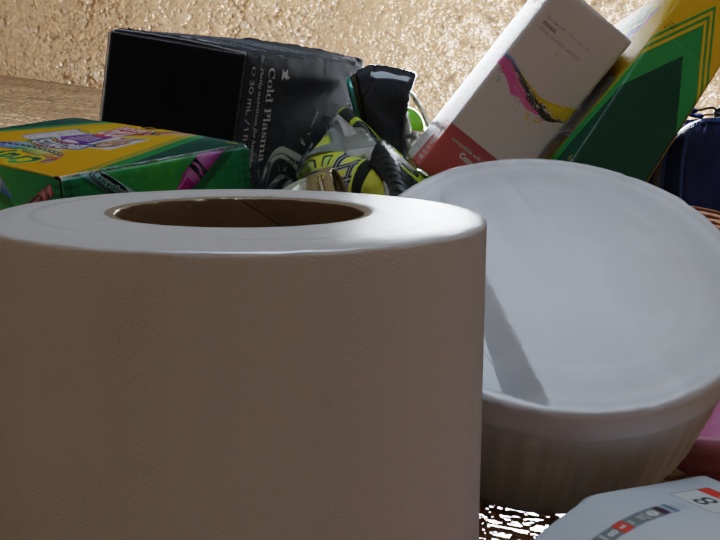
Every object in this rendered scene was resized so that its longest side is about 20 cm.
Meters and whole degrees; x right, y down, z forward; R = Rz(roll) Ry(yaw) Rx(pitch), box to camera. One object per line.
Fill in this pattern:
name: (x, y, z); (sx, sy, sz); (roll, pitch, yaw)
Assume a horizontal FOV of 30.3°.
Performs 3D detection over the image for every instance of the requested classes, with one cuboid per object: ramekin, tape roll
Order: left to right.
tape roll: (-0.049, 0.044, 0.540); (0.201, 0.140, 0.203); (1, 10, 0)
ramekin: (0.096, 0.036, 0.691); (0.201, 0.095, 0.203); (3, 40, -2)

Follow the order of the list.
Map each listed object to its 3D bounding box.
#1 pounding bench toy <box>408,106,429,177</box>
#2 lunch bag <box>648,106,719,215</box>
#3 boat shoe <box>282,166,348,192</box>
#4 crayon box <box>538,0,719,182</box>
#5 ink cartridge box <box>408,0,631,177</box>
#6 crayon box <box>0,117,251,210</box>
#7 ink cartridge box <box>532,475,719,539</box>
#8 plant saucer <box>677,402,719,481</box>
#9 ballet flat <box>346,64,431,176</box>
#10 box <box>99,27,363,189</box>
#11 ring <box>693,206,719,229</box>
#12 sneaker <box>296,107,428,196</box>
pounding bench toy: (0.027, -0.066, 1.174); (0.199, 0.157, 0.124); (13, 12, 27)
lunch bag: (0.271, -0.030, 1.011); (0.135, 0.201, 0.132); (0, 2, -23)
boat shoe: (0.000, 0.000, 0.819); (0.200, 0.066, 0.074); (52, 2, 41)
crayon box: (0.178, -0.112, 0.990); (0.058, 0.173, 0.200); (36, -15, -9)
ink cartridge box: (0.124, -0.139, 0.959); (0.067, 0.200, 0.117); (37, 7, -7)
crayon box: (-0.167, -0.046, 0.770); (0.118, 0.059, 0.199); (-15, 19, -39)
ink cartridge box: (0.123, 0.131, 0.504); (0.199, 0.050, 0.162); (3, 11, -36)
plant saucer: (0.252, 0.065, 0.749); (0.200, 0.051, 0.201); (-23, 14, 6)
ballet flat: (0.038, -0.068, 1.066); (0.073, 0.201, 0.073); (-10, 16, 3)
box: (-0.103, -0.079, 1.038); (0.123, 0.201, 0.196); (13, 12, 22)
ring: (0.228, 0.035, 0.881); (0.199, 0.019, 0.201); (4, 48, -5)
sneaker: (0.009, -0.049, 0.941); (0.075, 0.076, 0.200); (38, 6, -23)
